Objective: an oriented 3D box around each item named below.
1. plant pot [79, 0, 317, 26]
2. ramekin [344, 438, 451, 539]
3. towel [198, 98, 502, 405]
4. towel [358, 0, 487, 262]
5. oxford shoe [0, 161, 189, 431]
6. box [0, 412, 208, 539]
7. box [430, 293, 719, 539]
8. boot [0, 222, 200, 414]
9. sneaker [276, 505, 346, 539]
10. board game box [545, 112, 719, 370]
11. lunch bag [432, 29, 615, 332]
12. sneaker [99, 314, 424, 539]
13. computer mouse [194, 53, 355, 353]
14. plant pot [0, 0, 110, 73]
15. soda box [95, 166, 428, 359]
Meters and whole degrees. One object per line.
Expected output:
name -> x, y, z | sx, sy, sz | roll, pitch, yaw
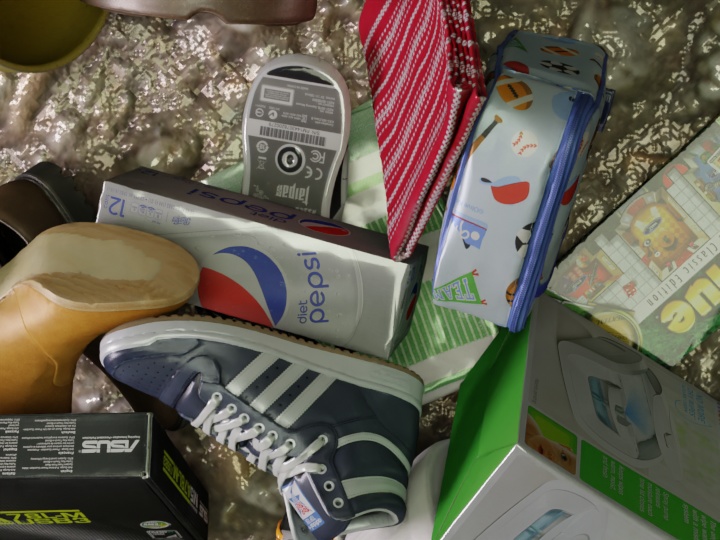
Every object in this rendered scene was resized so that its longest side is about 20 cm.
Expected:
plant pot -> -0.093, -0.257, 0.989 | 0.200, 0.200, 0.199 | 7, 105, 4
ramekin -> 0.071, 0.214, 1.020 | 0.094, 0.202, 0.202 | -38, 92, 20
towel -> 0.000, 0.000, 1.084 | 0.152, 0.023, 0.200 | -25, 94, 8
towel -> 0.031, -0.125, 0.966 | 0.022, 0.200, 0.145 | 7, 139, -15
oxford shoe -> -0.187, 0.032, 1.067 | 0.200, 0.084, 0.073 | 52, 139, 2
box -> -0.210, 0.138, 1.037 | 0.200, 0.193, 0.048 | -1, 70, 4
box -> 0.146, 0.131, 0.980 | 0.176, 0.200, 0.097 | 32, 116, -5
boot -> -0.188, 0.046, 1.002 | 0.201, 0.071, 0.144 | 0, 133, 7
sneaker -> -0.034, 0.211, 1.087 | 0.077, 0.078, 0.200 | -6, 95, 15
board game box -> 0.208, -0.009, 1.065 | 0.200, 0.023, 0.105 | -43, 93, 8
lunch bag -> 0.099, -0.055, 0.981 | 0.075, 0.200, 0.161 | 16, 111, 8
sneaker -> -0.057, 0.096, 0.943 | 0.200, 0.070, 0.109 | 13, 62, -17
computer mouse -> -0.043, -0.041, 1.056 | 0.109, 0.044, 0.200 | 12, 103, 11
plant pot -> -0.266, -0.219, 1.015 | 0.142, 0.200, 0.200 | -1, 97, 30
soda box -> -0.063, -0.007, 1.009 | 0.200, 0.068, 0.064 | 16, 104, 8
